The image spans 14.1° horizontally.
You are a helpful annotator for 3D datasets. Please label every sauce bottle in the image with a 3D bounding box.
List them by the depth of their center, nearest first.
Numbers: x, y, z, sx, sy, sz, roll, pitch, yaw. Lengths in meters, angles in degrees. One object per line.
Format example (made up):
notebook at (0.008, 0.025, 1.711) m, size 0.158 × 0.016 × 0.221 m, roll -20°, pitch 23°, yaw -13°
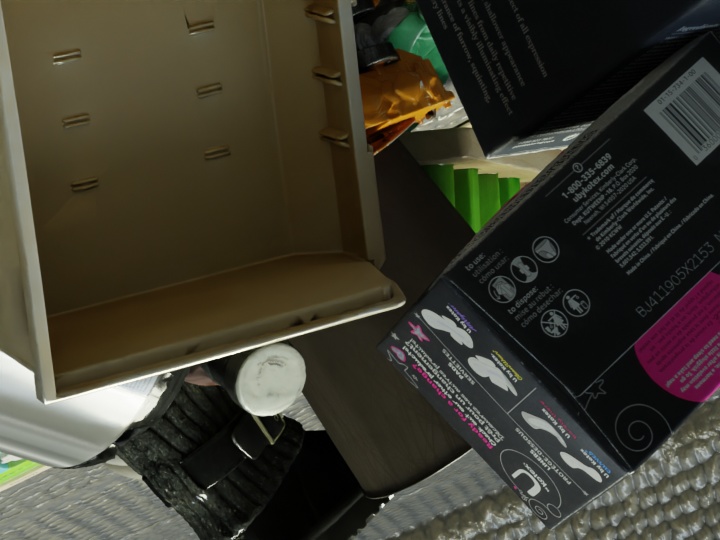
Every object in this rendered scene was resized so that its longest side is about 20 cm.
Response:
sauce bottle at (-0.091, 0.020, 1.538) m, size 0.066 × 0.066 × 0.200 m, roll -16°, pitch -154°, yaw -25°

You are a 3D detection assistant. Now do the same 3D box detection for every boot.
boot at (-0.055, 0.089, 1.649) m, size 0.079 × 0.158 × 0.211 m, roll -41°, pitch 180°, yaw 27°

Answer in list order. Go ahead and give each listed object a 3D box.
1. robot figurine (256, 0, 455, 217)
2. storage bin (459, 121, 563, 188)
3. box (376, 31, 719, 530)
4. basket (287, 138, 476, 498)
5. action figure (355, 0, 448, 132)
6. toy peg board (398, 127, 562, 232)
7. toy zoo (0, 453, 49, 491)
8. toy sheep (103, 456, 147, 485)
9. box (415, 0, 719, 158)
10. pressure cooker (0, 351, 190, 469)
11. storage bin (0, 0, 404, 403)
robot figurine at (-0.051, -0.097, 1.470) m, size 0.200 × 0.145 × 0.058 m, roll -21°, pitch 173°, yaw -38°
storage bin at (0.139, -0.057, 2.025) m, size 0.198 × 0.094 × 0.200 m, roll -28°, pitch 166°, yaw 19°
box at (0.128, 0.005, 1.399) m, size 0.200 × 0.132 × 0.115 m, roll -42°, pitch 176°, yaw -26°
basket at (0.000, 0.000, 1.581) m, size 0.136 × 0.200 × 0.180 m, roll -34°, pitch -174°, yaw 13°
action figure at (0.022, -0.124, 1.652) m, size 0.118 × 0.055 × 0.200 m, roll -15°, pitch 169°, yaw -27°
toy peg board at (0.004, -0.024, 1.760) m, size 0.199 × 0.098 × 0.200 m, roll -4°, pitch 176°, yaw 20°
toy zoo at (-0.249, 0.115, 1.800) m, size 0.131 × 0.020 × 0.200 m, roll -26°, pitch 166°, yaw 13°
toy sheep at (-0.124, 0.054, 1.719) m, size 0.138 × 0.138 × 0.200 m, roll -27°, pitch 134°, yaw 16°
box at (0.129, -0.169, 1.450) m, size 0.107 × 0.148 × 0.200 m, roll -11°, pitch 163°, yaw -43°
pressure cooker at (-0.195, -0.005, 1.460) m, size 0.200 × 0.176 × 0.179 m, roll 20°, pitch 147°, yaw -35°
storage bin at (-0.083, -0.068, 1.325) m, size 0.198 × 0.200 × 0.094 m, roll -15°, pitch -162°, yaw -25°
